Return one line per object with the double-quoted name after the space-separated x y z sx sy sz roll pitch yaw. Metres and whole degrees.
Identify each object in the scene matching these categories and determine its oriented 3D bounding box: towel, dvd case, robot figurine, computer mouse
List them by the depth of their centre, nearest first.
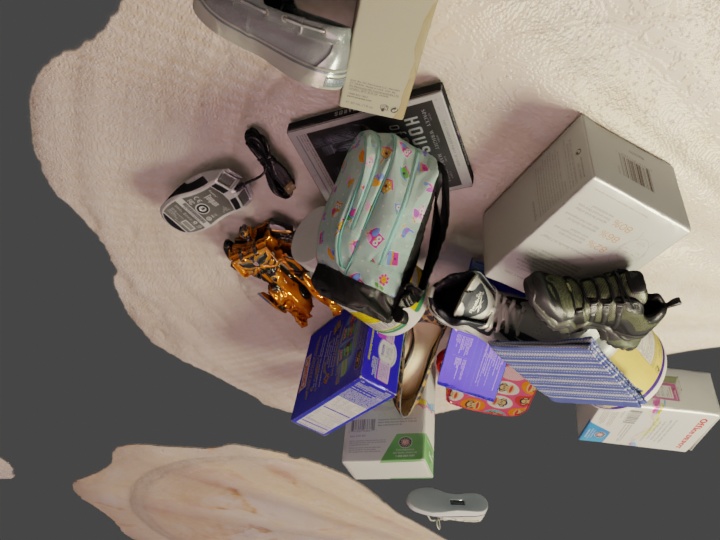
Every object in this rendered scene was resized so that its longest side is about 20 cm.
0.028 -0.144 0.835 0.196 0.025 0.151 -9 138 21 "dvd case"
0.276 0.133 0.888 0.143 0.024 0.199 -6 147 41 "towel"
-0.185 -0.112 0.899 0.197 0.045 0.110 -20 138 22 "computer mouse"
-0.113 0.003 1.009 0.143 0.059 0.200 -21 133 30 "robot figurine"

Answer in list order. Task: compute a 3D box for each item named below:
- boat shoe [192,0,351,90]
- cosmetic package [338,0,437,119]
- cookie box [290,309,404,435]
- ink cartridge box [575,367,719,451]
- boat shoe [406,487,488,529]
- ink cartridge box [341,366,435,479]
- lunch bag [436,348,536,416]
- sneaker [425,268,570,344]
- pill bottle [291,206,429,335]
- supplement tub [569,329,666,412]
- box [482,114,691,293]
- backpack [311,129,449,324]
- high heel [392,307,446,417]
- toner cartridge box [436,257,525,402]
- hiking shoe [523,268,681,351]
-0.084 -0.247 0.654 0.199 0.070 0.073 36 122 24 "boat shoe"
0.033 -0.258 0.634 0.071 0.105 0.202 11 142 -6 "cosmetic package"
-0.018 0.147 1.081 0.074 0.174 0.199 30 137 -22 "cookie box"
0.492 0.238 1.170 0.195 0.086 0.146 7 141 3 "ink cartridge box"
0.207 0.586 1.645 0.197 0.075 0.088 4 124 -5 "boat shoe"
0.054 0.248 1.167 0.142 0.203 0.088 -7 143 16 "ink cartridge box"
0.211 0.165 1.131 0.172 0.083 0.202 8 141 0 "lunch bag"
0.171 0.054 0.876 0.196 0.081 0.129 23 178 22 "sneaker"
0.000 0.000 0.931 0.111 0.115 0.199 -23 138 33 "pill bottle"
0.342 0.101 0.980 0.144 0.148 0.199 -25 131 34 "supplement tub"
0.267 -0.059 0.830 0.150 0.108 0.200 22 138 -19 "box"
0.018 -0.054 0.773 0.125 0.204 0.166 21 179 -22 "backpack"
0.097 0.135 1.065 0.070 0.145 0.202 13 141 -6 "high heel"
0.183 0.090 1.002 0.093 0.043 0.204 16 116 6 "toner cartridge box"
0.284 0.027 0.801 0.197 0.077 0.101 16 132 -26 "hiking shoe"
